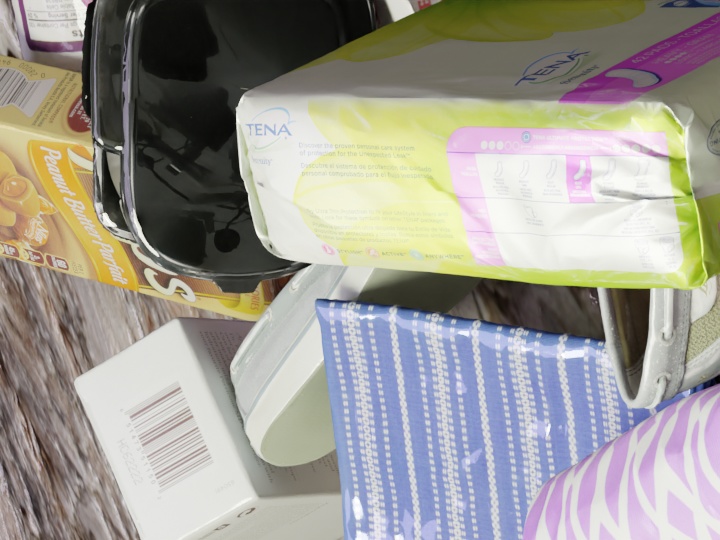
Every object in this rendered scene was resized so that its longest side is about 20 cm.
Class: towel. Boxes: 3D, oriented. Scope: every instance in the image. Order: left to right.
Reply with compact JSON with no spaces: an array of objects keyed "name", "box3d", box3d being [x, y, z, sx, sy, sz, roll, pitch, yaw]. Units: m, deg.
[{"name":"towel","box3d":[0.070,0.091,1.230,0.200,0.024,0.145,9,118,32]}]

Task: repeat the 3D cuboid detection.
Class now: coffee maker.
[{"name":"coffee maker","box3d":[-0.069,-0.094,1.204,0.200,0.134,0.192,-160,46,-82]}]

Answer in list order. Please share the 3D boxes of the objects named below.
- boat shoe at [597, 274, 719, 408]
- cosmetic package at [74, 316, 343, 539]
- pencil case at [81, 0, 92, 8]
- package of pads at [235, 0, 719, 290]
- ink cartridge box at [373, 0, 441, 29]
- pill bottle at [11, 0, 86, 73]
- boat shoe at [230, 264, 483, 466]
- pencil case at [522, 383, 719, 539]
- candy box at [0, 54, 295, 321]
[{"name":"boat shoe","box3d":[0.105,-0.047,1.084,0.074,0.065,0.202,16,126,58]},{"name":"cosmetic package","box3d":[-0.051,0.085,1.432,0.071,0.200,0.102,-31,74,22]},{"name":"pencil case","box3d":[-0.113,-0.151,1.421,0.200,0.087,0.088,52,151,40]},{"name":"package of pads","box3d":[0.073,-0.050,0.966,0.200,0.154,0.068,4,113,41]},{"name":"ink cartridge box","box3d":[0.020,-0.145,1.193,0.200,0.068,0.115,60,172,40]},{"name":"pill bottle","box3d":[-0.145,-0.171,1.578,0.112,0.112,0.200,30,133,61]},{"name":"boat shoe","box3d":[0.000,0.000,1.304,0.201,0.070,0.072,-52,49,24]},{"name":"pencil case","box3d":[0.136,0.094,1.085,0.200,0.084,0.086,141,134,-61]},{"name":"candy box","box3d":[-0.129,-0.045,1.539,0.200,0.055,0.116,15,142,20]}]
